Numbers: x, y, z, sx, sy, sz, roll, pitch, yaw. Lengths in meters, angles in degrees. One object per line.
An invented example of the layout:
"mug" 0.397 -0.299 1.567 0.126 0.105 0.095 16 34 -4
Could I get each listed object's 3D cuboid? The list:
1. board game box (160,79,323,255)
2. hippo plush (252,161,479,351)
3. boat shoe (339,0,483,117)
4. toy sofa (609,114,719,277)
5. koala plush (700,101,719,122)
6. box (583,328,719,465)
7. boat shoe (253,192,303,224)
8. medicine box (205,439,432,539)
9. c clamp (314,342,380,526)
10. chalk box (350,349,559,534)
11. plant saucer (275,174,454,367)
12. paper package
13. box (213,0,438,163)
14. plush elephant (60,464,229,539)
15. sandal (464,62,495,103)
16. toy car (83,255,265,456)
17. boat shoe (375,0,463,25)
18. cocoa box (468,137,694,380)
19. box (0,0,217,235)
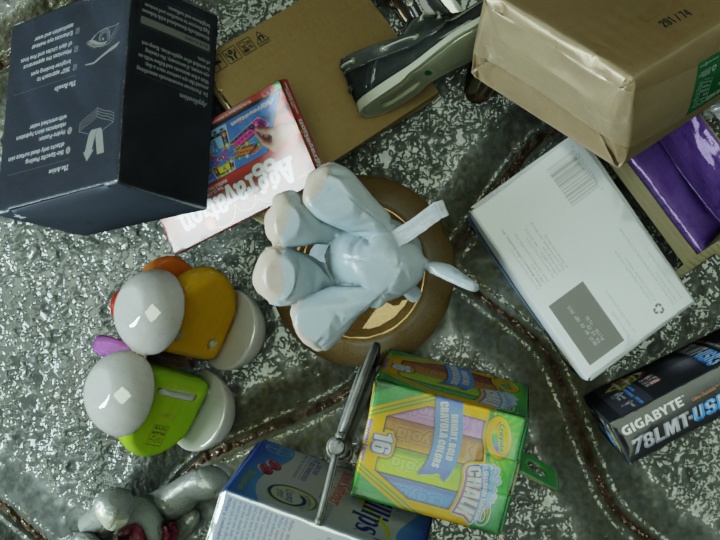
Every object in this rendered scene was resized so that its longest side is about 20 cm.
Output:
"board game box" -0.130 -0.099 1.257 0.198 0.019 0.104 -24 90 31
"hippo plush" 0.000 -0.028 1.227 0.198 0.161 0.161 -23 93 11
"boat shoe" 0.072 -0.229 1.251 0.198 0.072 0.068 -29 72 11
"toy sofa" 0.305 -0.105 1.262 0.097 0.083 0.201 -39 86 40
"koala plush" 0.424 -0.226 1.240 0.197 0.183 0.180 8 103 24
"box" 0.320 0.107 1.218 0.197 0.200 0.050 -29 89 4
"boat shoe" -0.103 -0.088 1.295 0.197 0.076 0.073 13 76 15
"medicine box" -0.038 0.265 1.245 0.197 0.182 0.104 18 99 4
"c clamp" -0.014 0.151 1.239 0.027 0.200 0.173 18 87 4
"chalk box" 0.103 0.172 1.262 0.197 0.124 0.126 13 101 4
"plant saucer" 0.000 0.000 1.326 0.197 0.035 0.204 0 89 5
"paper package" 0.240 -0.215 1.192 0.199 0.104 0.190 -32 54 -30
"box" -0.042 -0.194 1.295 0.199 0.021 0.164 -34 83 -22
"plush elephant" -0.223 0.311 1.279 0.199 0.164 0.156 -35 71 31
"sandal" 0.175 -0.255 1.307 0.054 0.082 0.202 32 84 -18
"toy car" -0.207 0.082 1.293 0.149 0.174 0.203 21 91 39
"boat shoe" 0.040 -0.292 1.312 0.060 0.074 0.200 -41 95 -2
"cocoa box" 0.213 -0.012 1.261 0.133 0.131 0.201 -35 87 2
"box" -0.249 -0.153 1.248 0.195 0.117 0.203 -8 74 40
